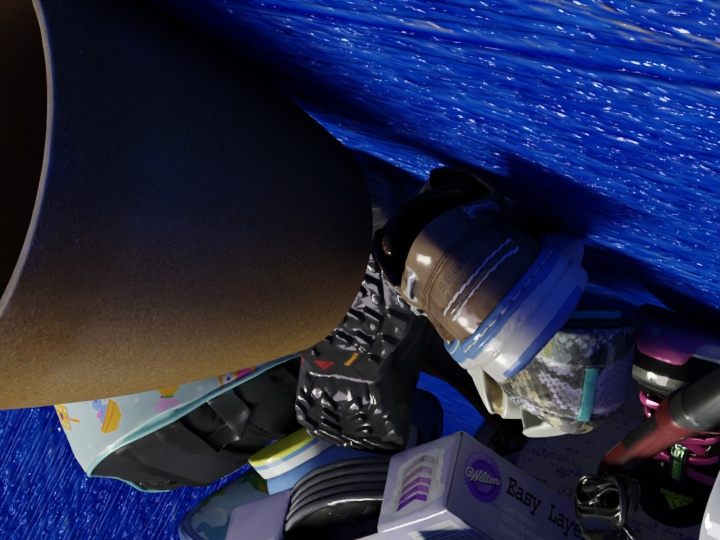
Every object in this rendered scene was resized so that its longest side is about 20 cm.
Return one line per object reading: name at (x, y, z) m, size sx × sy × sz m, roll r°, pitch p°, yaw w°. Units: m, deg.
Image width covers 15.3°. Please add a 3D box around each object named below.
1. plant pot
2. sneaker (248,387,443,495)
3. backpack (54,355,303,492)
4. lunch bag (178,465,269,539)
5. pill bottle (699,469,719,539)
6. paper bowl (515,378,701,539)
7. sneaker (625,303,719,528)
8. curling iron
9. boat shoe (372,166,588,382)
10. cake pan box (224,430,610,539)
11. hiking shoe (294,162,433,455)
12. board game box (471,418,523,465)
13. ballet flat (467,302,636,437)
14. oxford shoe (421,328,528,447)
plant pot at (-0.098, -0.027, 1.059) m, size 0.199 × 0.188 × 0.186 m, roll 11°, pitch -174°, yaw -43°
sneaker at (0.002, 0.119, 1.527) m, size 0.083 × 0.074 × 0.200 m, roll 61°, pitch -158°, yaw 6°
backpack at (-0.095, 0.040, 1.515) m, size 0.154 × 0.175 × 0.200 m, roll 65°, pitch -171°, yaw 3°
lunch bag at (-0.002, 0.167, 1.600) m, size 0.160 × 0.083 × 0.200 m, roll 26°, pitch -147°, yaw 27°
pill bottle at (0.253, 0.124, 1.153) m, size 0.199 × 0.113 × 0.112 m, roll 23°, pitch 175°, yaw 19°
paper bowl at (0.188, 0.115, 1.452) m, size 0.199 × 0.105 × 0.201 m, roll 24°, pitch 175°, yaw 2°
sneaker at (0.160, 0.077, 1.259) m, size 0.073 × 0.088 × 0.200 m, roll 23°, pitch 173°, yaw 22°
curling iron at (0.146, 0.071, 1.161) m, size 0.025 × 0.050 × 0.200 m, roll 4°, pitch 151°, yaw -24°
boat shoe at (0.047, -0.007, 1.098) m, size 0.072 × 0.072 × 0.200 m, roll 43°, pitch 178°, yaw -3°
cake pan box at (0.050, 0.163, 1.381) m, size 0.199 × 0.053 × 0.184 m, roll 33°, pitch 142°, yaw -28°
hiking shoe at (0.000, 0.000, 1.289) m, size 0.075 × 0.101 × 0.201 m, roll 10°, pitch 145°, yaw 7°
board game box at (0.109, 0.145, 1.566) m, size 0.126 × 0.035 × 0.200 m, roll 43°, pitch -161°, yaw 1°
ballet flat at (0.075, 0.039, 1.228) m, size 0.072 × 0.072 × 0.200 m, roll 26°, pitch -178°, yaw -12°
oxford shoe at (0.096, 0.058, 1.532) m, size 0.199 × 0.072 × 0.072 m, roll 26°, pitch 170°, yaw -18°
